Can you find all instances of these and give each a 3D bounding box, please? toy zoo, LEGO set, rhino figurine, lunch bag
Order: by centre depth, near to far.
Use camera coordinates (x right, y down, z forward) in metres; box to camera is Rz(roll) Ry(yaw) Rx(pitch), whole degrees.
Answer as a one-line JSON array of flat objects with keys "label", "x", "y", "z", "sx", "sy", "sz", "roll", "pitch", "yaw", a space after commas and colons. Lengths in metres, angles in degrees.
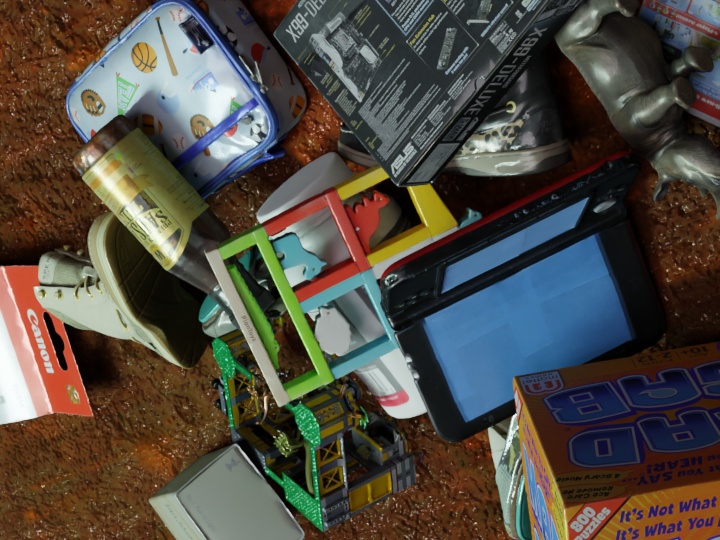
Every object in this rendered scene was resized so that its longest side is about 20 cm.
[{"label": "rhino figurine", "x": 0.202, "y": -0.123, "z": 1.052, "sx": 0.201, "sy": 0.060, "sz": 0.087, "roll": 58, "pitch": 147, "yaw": -5}, {"label": "toy zoo", "x": 0.000, "y": 0.000, "z": 1.134, "sx": 0.199, "sy": 0.020, "sz": 0.132, "roll": -27, "pitch": 104, "yaw": -4}, {"label": "lunch bag", "x": -0.145, "y": -0.139, "z": 1.276, "sx": 0.199, "sy": 0.076, "sz": 0.161, "roll": -32, "pitch": 96, "yaw": 39}, {"label": "LEGO set", "x": -0.030, "y": 0.115, "z": 1.284, "sx": 0.199, "sy": 0.115, "sz": 0.155, "roll": 23, "pitch": 130, "yaw": 52}]

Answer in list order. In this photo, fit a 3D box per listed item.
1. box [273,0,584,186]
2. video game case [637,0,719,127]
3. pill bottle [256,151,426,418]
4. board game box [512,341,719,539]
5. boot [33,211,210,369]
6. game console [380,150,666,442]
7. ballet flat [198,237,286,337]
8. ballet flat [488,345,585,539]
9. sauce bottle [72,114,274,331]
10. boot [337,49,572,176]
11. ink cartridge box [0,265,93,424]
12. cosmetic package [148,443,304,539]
[{"label": "box", "x": 0.048, "y": -0.184, "z": 1.063, "sx": 0.158, "sy": 0.050, "sz": 0.200, "roll": 51, "pitch": 120, "yaw": 20}, {"label": "video game case", "x": 0.270, "y": -0.191, "z": 1.028, "sx": 0.142, "sy": 0.017, "sz": 0.201, "roll": 28, "pitch": 124, "yaw": 18}, {"label": "pill bottle", "x": 0.009, "y": 0.009, "z": 1.205, "sx": 0.110, "sy": 0.111, "sz": 0.200, "roll": -27, "pitch": 108, "yaw": 37}, {"label": "board game box", "x": 0.230, "y": 0.189, "z": 1.071, "sx": 0.198, "sy": 0.200, "sz": 0.202, "roll": -9, "pitch": 110, "yaw": -1}, {"label": "boot", "x": -0.233, "y": 0.006, "z": 1.364, "sx": 0.154, "sy": 0.072, "sz": 0.201, "roll": 16, "pitch": 152, "yaw": 28}, {"label": "game console", "x": 0.125, "y": 0.024, "z": 1.094, "sx": 0.199, "sy": 0.172, "sz": 0.119, "roll": -26, "pitch": 78, "yaw": -5}, {"label": "ballet flat", "x": -0.072, "y": -0.006, "z": 1.311, "sx": 0.063, "sy": 0.068, "sz": 0.200, "roll": 27, "pitch": 130, "yaw": -15}, {"label": "ballet flat", "x": 0.140, "y": 0.121, "z": 1.234, "sx": 0.071, "sy": 0.069, "sz": 0.202, "roll": 32, "pitch": 123, "yaw": 37}, {"label": "sauce bottle", "x": -0.151, "y": -0.037, "z": 1.254, "sx": 0.200, "sy": 0.066, "sz": 0.066, "roll": 47, "pitch": 128, "yaw": -3}, {"label": "boot", "x": 0.064, "y": -0.150, "z": 1.142, "sx": 0.199, "sy": 0.073, "sz": 0.152, "roll": 7, "pitch": 111, "yaw": 38}, {"label": "ink cartridge box", "x": -0.361, "y": 0.075, "z": 1.503, "sx": 0.199, "sy": 0.057, "sz": 0.164, "roll": 3, "pitch": 114, "yaw": 49}, {"label": "cosmetic package", "x": -0.125, "y": 0.223, "z": 1.373, "sx": 0.104, "sy": 0.073, "sz": 0.200, "roll": 53, "pitch": 163, "yaw": 0}]
